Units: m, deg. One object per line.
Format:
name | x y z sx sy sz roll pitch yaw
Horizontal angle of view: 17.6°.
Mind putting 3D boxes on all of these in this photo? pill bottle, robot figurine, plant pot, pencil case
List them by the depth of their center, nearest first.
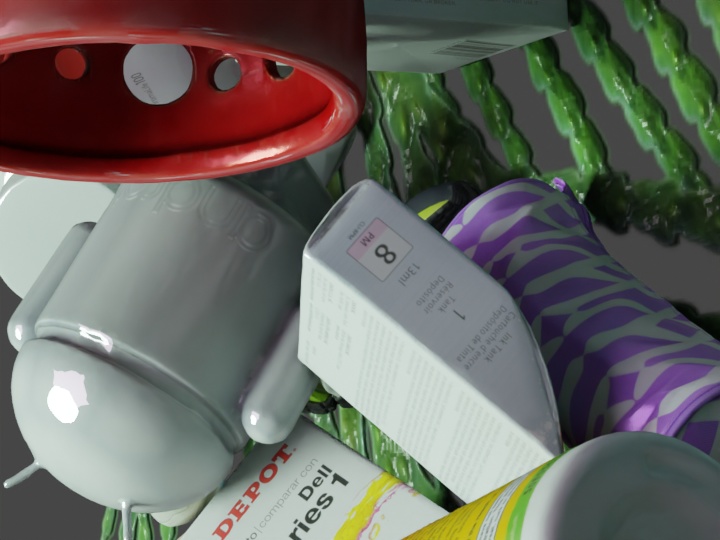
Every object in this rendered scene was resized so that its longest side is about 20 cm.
pill bottle | 0.054 0.140 0.849 0.200 0.110 0.112 -35 59 51
pencil case | 0.105 0.034 0.965 0.086 0.084 0.200 -47 41 1
plant pot | -0.100 -0.147 0.971 0.200 0.199 0.184 -27 64 57
robot figurine | -0.088 0.028 1.087 0.169 0.113 0.201 15 66 35
pill bottle | -0.146 -0.056 1.297 0.200 0.111 0.113 -79 5 -65

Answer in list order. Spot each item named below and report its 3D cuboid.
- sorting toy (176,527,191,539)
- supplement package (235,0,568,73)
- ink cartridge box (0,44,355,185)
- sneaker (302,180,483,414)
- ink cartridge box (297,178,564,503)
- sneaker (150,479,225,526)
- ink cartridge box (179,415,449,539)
sorting toy | -0.097 0.213 1.293 0.200 0.036 0.186 131 152 -53
supplement package | 0.014 -0.203 1.088 0.121 0.119 0.202 -11 80 60
ink cartridge box | -0.121 -0.114 1.226 0.057 0.199 0.163 -61 40 25
sneaker | 0.000 0.000 1.160 0.200 0.073 0.081 -41 51 50
ink cartridge box | 0.060 0.063 0.953 0.200 0.057 0.163 36 165 8
sneaker | -0.127 0.088 1.317 0.077 0.080 0.201 51 160 29
ink cartridge box | 0.000 0.172 1.039 0.200 0.084 0.145 30 77 44
